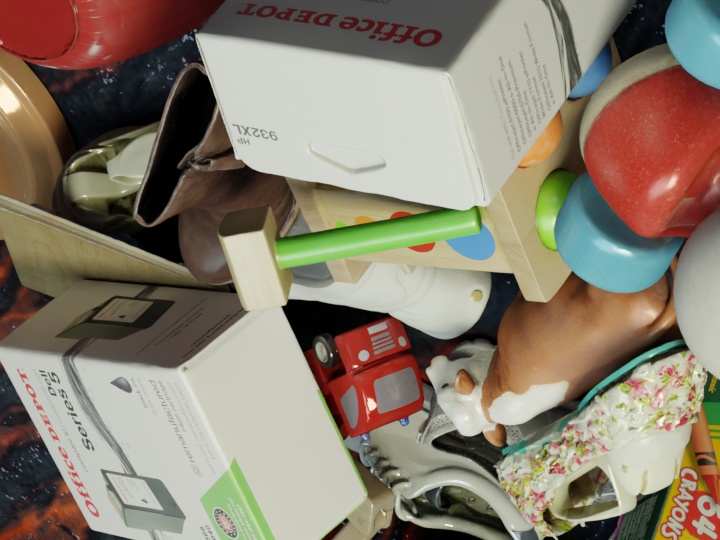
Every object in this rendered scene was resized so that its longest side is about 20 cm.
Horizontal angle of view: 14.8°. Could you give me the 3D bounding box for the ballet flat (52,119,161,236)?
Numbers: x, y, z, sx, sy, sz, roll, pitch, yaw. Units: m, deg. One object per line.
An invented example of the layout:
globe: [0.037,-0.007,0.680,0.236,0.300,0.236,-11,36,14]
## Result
ballet flat: [-0.139,-0.058,1.673,0.200,0.070,0.070,-19,117,43]

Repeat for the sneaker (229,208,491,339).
sneaker: [0.000,0.000,1.620,0.115,0.074,0.200,21,179,-26]

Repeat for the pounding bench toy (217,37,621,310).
pounding bench toy: [0.039,-0.049,1.422,0.156,0.200,0.124,6,135,37]

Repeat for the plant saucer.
plant saucer: [-0.272,-0.095,1.787,0.200,0.032,0.201,24,143,19]

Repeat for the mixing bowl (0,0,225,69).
mixing bowl: [-0.167,-0.186,1.526,0.200,0.108,0.201,24,142,20]

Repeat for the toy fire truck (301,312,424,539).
toy fire truck: [-0.016,0.115,1.698,0.200,0.049,0.141,-27,84,57]

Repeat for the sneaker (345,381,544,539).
sneaker: [0.036,0.117,1.725,0.199,0.071,0.073,19,141,28]

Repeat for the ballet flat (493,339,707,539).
ballet flat: [0.137,0.094,1.470,0.064,0.075,0.200,67,154,11]

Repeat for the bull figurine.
bull figurine: [0.117,0.022,1.495,0.065,0.122,0.200,34,147,-24]

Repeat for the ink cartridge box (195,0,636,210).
ink cartridge box: [0.038,-0.133,1.325,0.145,0.200,0.084,11,138,32]

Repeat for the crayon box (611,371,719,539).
crayon box: [0.220,0.174,1.493,0.172,0.200,0.058,31,147,-12]

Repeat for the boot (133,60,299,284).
boot: [-0.084,-0.055,1.504,0.072,0.166,0.200,33,121,12]

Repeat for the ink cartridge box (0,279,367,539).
ink cartridge box: [-0.110,0.089,1.667,0.200,0.084,0.146,4,125,51]

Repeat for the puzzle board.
puzzle board: [-0.149,0.005,1.733,0.150,0.017,0.200,21,167,4]

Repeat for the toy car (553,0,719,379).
toy car: [0.203,-0.009,1.284,0.176,0.201,0.185,2,143,-21]

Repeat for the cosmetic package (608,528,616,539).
cosmetic package: [0.147,0.251,1.758,0.071,0.102,0.200,32,146,5]

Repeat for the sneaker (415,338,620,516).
sneaker: [0.125,0.121,1.643,0.199,0.082,0.075,24,143,18]
